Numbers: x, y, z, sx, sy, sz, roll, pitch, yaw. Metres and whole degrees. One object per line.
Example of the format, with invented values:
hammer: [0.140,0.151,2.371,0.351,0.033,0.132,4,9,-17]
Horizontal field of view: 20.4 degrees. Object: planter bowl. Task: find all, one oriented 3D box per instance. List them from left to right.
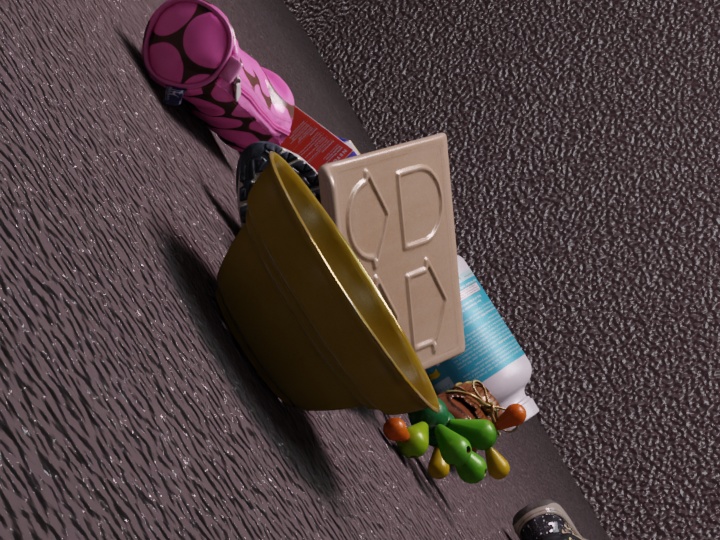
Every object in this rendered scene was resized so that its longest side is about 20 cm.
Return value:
planter bowl: [-0.036,0.028,1.293,0.200,0.083,0.200,57,5,-8]

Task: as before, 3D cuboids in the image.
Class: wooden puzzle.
wooden puzzle: [0.018,-0.005,1.591,0.200,0.046,0.185,-22,109,-57]

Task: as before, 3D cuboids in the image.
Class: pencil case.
pencil case: [-0.115,-0.158,1.696,0.094,0.091,0.200,22,-4,18]

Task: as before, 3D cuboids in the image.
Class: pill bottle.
pill bottle: [0.117,0.091,2.231,0.200,0.111,0.111,57,5,5]

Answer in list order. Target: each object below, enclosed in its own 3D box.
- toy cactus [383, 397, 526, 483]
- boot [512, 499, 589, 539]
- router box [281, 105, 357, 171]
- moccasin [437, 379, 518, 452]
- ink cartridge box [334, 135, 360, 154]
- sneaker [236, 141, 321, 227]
toy cactus: [0.052,0.104,1.724,0.200,0.102,0.165,38,7,-45]
boot: [0.238,0.344,2.073,0.204,0.073,0.154,48,12,-38]
router box: [-0.033,-0.085,1.961,0.179,0.049,0.200,40,-8,42]
moccasin: [0.113,0.147,2.025,0.074,0.078,0.201,58,5,5]
ink cartridge box: [-0.031,-0.107,2.182,0.200,0.047,0.198,57,-10,-19]
sneaker: [-0.057,-0.028,1.615,0.086,0.078,0.200,44,-14,52]
